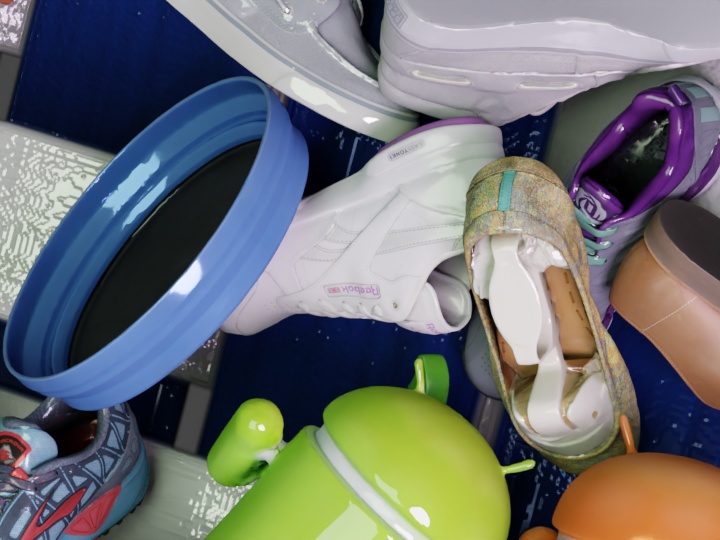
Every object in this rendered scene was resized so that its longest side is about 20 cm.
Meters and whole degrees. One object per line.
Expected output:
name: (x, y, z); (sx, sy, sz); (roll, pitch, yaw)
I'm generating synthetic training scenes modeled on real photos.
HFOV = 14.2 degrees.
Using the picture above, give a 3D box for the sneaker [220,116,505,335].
sneaker: (0.000, 0.000, 1.502); (0.200, 0.075, 0.100); (-30, 73, 34)

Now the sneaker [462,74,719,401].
sneaker: (0.107, -0.019, 1.467); (0.074, 0.087, 0.200); (39, 104, 18)

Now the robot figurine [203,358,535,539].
robot figurine: (-0.008, 0.142, 1.430); (0.175, 0.116, 0.200); (42, 97, 4)

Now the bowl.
bowl: (-0.105, -0.012, 1.514); (0.201, 0.201, 0.039); (-41, 115, 17)

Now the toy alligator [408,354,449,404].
toy alligator: (0.025, 0.143, 1.523); (0.054, 0.059, 0.201); (-172, 83, -65)

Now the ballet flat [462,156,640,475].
ballet flat: (0.091, 0.039, 1.433); (0.070, 0.071, 0.200); (-3, 124, 22)

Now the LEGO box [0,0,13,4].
LEGO box: (-0.289, -0.229, 1.600); (0.200, 0.149, 0.077); (30, 101, 20)

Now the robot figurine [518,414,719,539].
robot figurine: (0.139, 0.175, 1.385); (0.116, 0.144, 0.201); (11, 92, -11)

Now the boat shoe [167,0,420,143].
boat shoe: (-0.039, -0.143, 1.539); (0.201, 0.070, 0.072); (39, 107, 21)

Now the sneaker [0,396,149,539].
sneaker: (-0.189, 0.121, 1.526); (0.079, 0.200, 0.096); (15, 131, 25)

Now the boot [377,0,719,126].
boot: (0.107, -0.120, 1.480); (0.199, 0.096, 0.074); (2, 62, -6)

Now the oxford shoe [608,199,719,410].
oxford shoe: (0.209, 0.053, 1.436); (0.200, 0.071, 0.071); (41, 123, 7)
